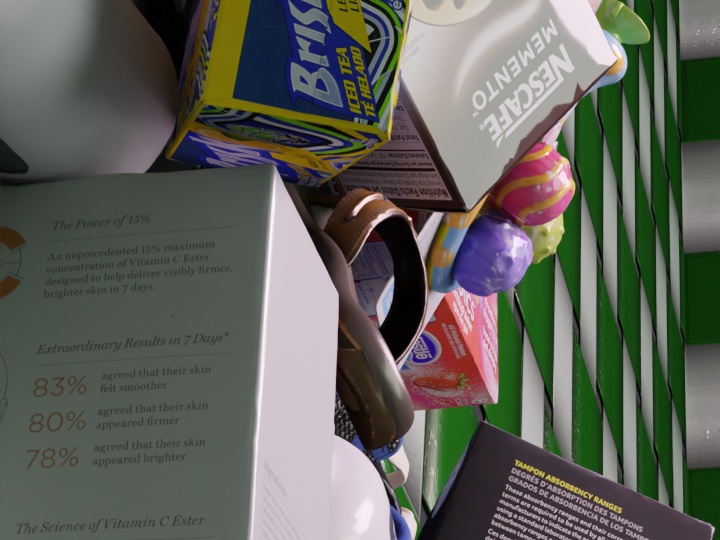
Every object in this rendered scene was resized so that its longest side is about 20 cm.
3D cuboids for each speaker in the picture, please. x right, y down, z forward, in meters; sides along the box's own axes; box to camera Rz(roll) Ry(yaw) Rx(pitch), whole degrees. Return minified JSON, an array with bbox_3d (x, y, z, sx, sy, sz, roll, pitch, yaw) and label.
[{"bbox_3d":[-0.124,-0.089,0.782,0.200,0.081,0.082,54,34,-67],"label":"speaker"}]

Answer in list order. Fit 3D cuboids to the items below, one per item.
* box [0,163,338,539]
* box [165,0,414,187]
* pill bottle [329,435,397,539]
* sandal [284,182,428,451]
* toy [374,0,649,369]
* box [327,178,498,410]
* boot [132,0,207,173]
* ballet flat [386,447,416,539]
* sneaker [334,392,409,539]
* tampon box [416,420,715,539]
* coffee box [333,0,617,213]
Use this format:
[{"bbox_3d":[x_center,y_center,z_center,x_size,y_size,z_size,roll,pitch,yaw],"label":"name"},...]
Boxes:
[{"bbox_3d":[-0.080,0.078,0.816,0.098,0.123,0.201,64,26,-58],"label":"box"},{"bbox_3d":[-0.028,-0.074,0.866,0.200,0.064,0.071,160,-60,-82],"label":"box"},{"bbox_3d":[-0.040,0.130,0.979,0.120,0.119,0.201,-70,152,-60],"label":"pill bottle"},{"bbox_3d":[0.000,0.000,0.970,0.200,0.054,0.082,-114,178,-66],"label":"sandal"},{"bbox_3d":[0.079,-0.039,1.152,0.201,0.047,0.115,-59,165,-15],"label":"toy"},{"bbox_3d":[0.005,-0.008,1.267,0.200,0.099,0.096,62,27,-59],"label":"box"},{"bbox_3d":[-0.078,-0.091,1.035,0.201,0.065,0.166,66,21,-44],"label":"boot"},{"bbox_3d":[-0.003,0.122,1.263,0.068,0.063,0.201,-75,157,-56],"label":"ballet flat"},{"bbox_3d":[-0.019,0.130,1.086,0.075,0.078,0.201,-71,167,-59],"label":"sneaker"},{"bbox_3d":[0.062,0.204,1.159,0.150,0.126,0.201,113,2,-58],"label":"tampon box"},{"bbox_3d":[0.010,-0.136,1.014,0.113,0.080,0.201,-46,121,-30],"label":"coffee box"}]
